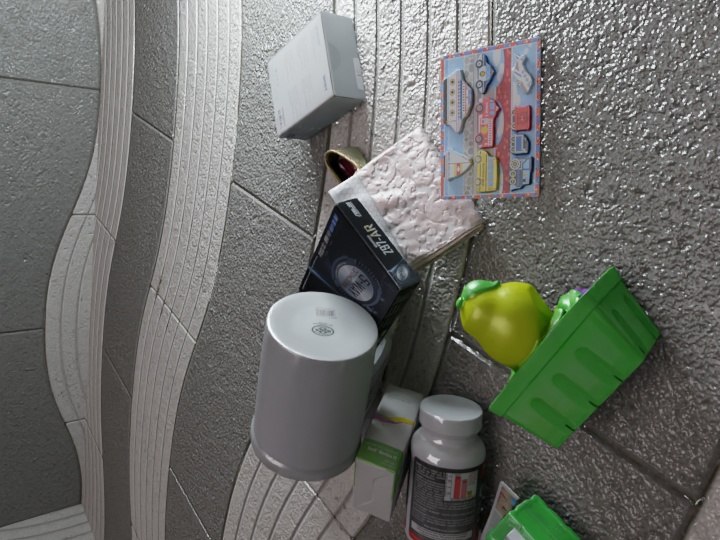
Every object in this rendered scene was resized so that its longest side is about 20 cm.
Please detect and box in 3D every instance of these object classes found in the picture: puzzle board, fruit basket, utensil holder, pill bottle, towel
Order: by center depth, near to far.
[{"bbox_3d":[0.216,0.078,0.704,0.211,0.154,0.222,13,112,36],"label":"fruit basket"},{"bbox_3d":[0.224,0.416,0.780,0.185,0.092,0.205,41,127,41],"label":"fruit basket"},{"bbox_3d":[0.175,-0.203,0.809,0.147,0.017,0.207,2,95,35],"label":"puzzle board"},{"bbox_3d":[-0.065,0.159,0.825,0.169,0.167,0.205,40,130,41],"label":"utensil holder"},{"bbox_3d":[0.127,0.300,0.870,0.114,0.114,0.207,15,105,49],"label":"pill bottle"},{"bbox_3d":[0.064,-0.097,0.900,0.188,0.032,0.203,-32,65,7],"label":"towel"}]

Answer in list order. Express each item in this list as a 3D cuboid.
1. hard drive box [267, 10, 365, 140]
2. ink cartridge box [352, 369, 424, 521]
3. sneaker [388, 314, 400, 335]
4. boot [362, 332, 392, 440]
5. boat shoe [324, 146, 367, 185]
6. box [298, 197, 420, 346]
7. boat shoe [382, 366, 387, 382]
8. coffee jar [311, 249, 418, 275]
[{"bbox_3d":[-0.089,-0.359,1.109,0.198,0.075,0.161,-16,81,51],"label":"hard drive box"},{"bbox_3d":[0.052,0.268,0.929,0.065,0.201,0.120,14,126,15],"label":"ink cartridge box"},{"bbox_3d":[-0.021,0.075,1.039,0.197,0.089,0.080,-13,48,46],"label":"sneaker"},{"bbox_3d":[0.011,0.200,0.983,0.202,0.095,0.073,-56,33,4],"label":"boot"},{"bbox_3d":[-0.002,-0.143,1.027,0.201,0.065,0.075,52,131,34],"label":"boat shoe"},{"bbox_3d":[-0.010,0.023,0.872,0.162,0.043,0.202,53,139,22],"label":"box"},{"bbox_3d":[-0.016,0.212,1.040,0.074,0.068,0.204,31,100,26],"label":"boat shoe"},{"bbox_3d":[0.000,0.000,1.008,0.197,0.102,0.088,2,79,52],"label":"coffee jar"}]
